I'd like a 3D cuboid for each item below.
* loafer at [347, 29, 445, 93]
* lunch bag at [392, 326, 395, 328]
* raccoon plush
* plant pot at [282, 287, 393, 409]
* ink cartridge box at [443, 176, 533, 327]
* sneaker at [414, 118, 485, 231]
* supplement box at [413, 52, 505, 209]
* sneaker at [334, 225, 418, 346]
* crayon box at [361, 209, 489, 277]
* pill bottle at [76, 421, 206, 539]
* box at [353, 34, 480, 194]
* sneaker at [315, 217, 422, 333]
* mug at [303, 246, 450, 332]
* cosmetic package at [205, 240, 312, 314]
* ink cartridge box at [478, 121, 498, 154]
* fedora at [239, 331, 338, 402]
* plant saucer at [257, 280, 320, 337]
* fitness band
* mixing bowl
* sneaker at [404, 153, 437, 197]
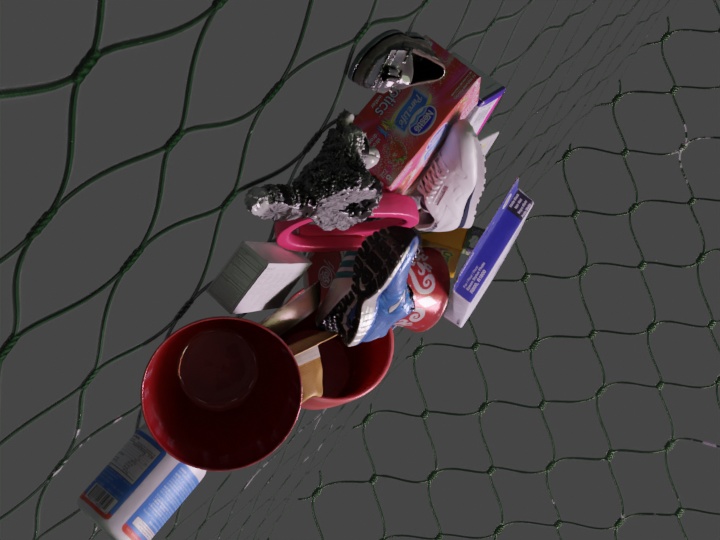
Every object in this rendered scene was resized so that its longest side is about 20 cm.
[{"bbox_3d":[0.052,-0.255,1.524,0.072,0.063,0.200,-58,168,26],"label":"loafer"},{"bbox_3d":[0.021,0.054,2.224,0.170,0.127,0.200,-46,174,-23],"label":"lunch bag"},{"bbox_3d":[-0.056,-0.134,1.499,0.198,0.135,0.097,8,142,-41],"label":"raccoon plush"},{"bbox_3d":[-0.062,0.137,2.009,0.201,0.200,0.177,-47,178,-24],"label":"plant pot"},{"bbox_3d":[0.201,-0.024,1.923,0.201,0.040,0.200,-57,171,-15],"label":"ink cartridge box"},{"bbox_3d":[0.120,-0.123,1.693,0.079,0.077,0.201,-7,140,-10],"label":"sneaker"},{"bbox_3d":[0.113,-0.207,1.832,0.201,0.103,0.101,-60,168,30],"label":"supplement box"},{"bbox_3d":[0.036,0.018,1.680,0.088,0.079,0.201,-4,137,-33],"label":"sneaker"},{"bbox_3d":[0.099,-0.051,1.997,0.126,0.198,0.052,96,11,-69],"label":"crayon box"},{"bbox_3d":[-0.280,0.275,1.677,0.200,0.112,0.112,-48,168,-18],"label":"pill bottle"},{"bbox_3d":[0.064,-0.199,1.656,0.200,0.099,0.096,-50,169,-11],"label":"box"},{"bbox_3d":[0.000,-0.001,1.763,0.070,0.093,0.200,32,102,-41],"label":"sneaker"},{"bbox_3d":[0.008,0.017,1.903,0.198,0.177,0.135,10,84,-38],"label":"mug"},{"bbox_3d":[-0.130,0.007,1.618,0.083,0.051,0.200,-50,170,9],"label":"cosmetic package"},{"bbox_3d":[0.136,-0.181,2.059,0.146,0.083,0.200,-58,168,26],"label":"ink cartridge box"},{"bbox_3d":[-0.105,0.152,1.711,0.199,0.083,0.201,-25,177,-2],"label":"fedora"},{"bbox_3d":[-0.129,0.084,1.734,0.199,0.035,0.200,-37,180,0],"label":"plant saucer"},{"bbox_3d":[-0.018,-0.066,1.639,0.198,0.038,0.144,-3,162,-26],"label":"fitness band"},{"bbox_3d":[-0.177,0.140,1.558,0.201,0.199,0.108,-53,-164,5],"label":"mixing bowl"},{"bbox_3d":[0.063,-0.125,1.760,0.199,0.076,0.092,-32,131,14],"label":"sneaker"}]
